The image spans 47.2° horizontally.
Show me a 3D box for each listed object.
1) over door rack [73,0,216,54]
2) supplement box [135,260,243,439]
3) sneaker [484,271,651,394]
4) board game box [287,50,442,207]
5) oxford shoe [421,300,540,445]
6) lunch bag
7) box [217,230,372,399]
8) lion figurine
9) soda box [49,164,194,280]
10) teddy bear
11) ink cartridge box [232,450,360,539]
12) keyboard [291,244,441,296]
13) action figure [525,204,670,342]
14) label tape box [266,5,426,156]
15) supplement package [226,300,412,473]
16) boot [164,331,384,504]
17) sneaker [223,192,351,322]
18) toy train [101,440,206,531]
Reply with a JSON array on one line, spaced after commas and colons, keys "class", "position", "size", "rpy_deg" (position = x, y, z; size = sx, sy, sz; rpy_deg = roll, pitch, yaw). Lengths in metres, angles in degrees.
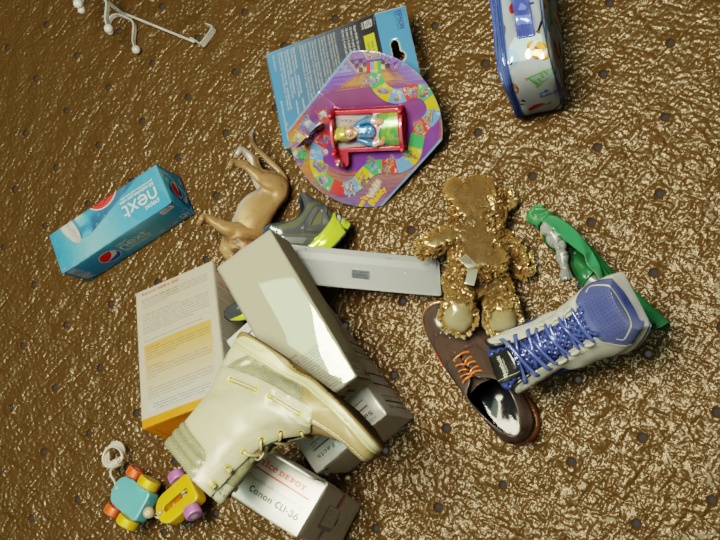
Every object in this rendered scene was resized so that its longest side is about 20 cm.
[{"class": "over door rack", "position": [-0.336, -0.372, 1.196], "size": [0.200, 0.148, 0.067], "rpy_deg": [15, 83, 24]}, {"class": "supplement box", "position": [-0.217, 0.105, 1.072], "size": [0.126, 0.074, 0.200], "rpy_deg": [-21, 58, 16]}, {"class": "sneaker", "position": [0.201, 0.081, 0.861], "size": [0.115, 0.199, 0.081], "rpy_deg": [-22, 79, -29]}, {"class": "board game box", "position": [0.003, -0.168, 1.028], "size": [0.158, 0.039, 0.200], "rpy_deg": [41, 114, -7]}, {"class": "oxford shoe", "position": [0.135, 0.112, 0.957], "size": [0.071, 0.073, 0.200], "rpy_deg": [-42, 68, 9]}, {"class": "lunch bag", "position": [0.192, -0.293, 0.969], "size": [0.075, 0.160, 0.200], "rpy_deg": [-9, 77, 19]}, {"class": "box", "position": [-0.075, 0.060, 0.928], "size": [0.082, 0.068, 0.200], "rpy_deg": [-33, 71, 9]}, {"class": "lion figurine", "position": [-0.141, -0.079, 1.102], "size": [0.122, 0.072, 0.200], "rpy_deg": [27, 82, -10]}, {"class": "soda box", "position": [-0.343, -0.066, 1.183], "size": [0.200, 0.064, 0.068], "rpy_deg": [-30, 70, 12]}, {"class": "teddy bear", "position": [0.138, -0.012, 0.979], "size": [0.145, 0.067, 0.200], "rpy_deg": [-18, 71, 1]}, {"class": "ink cartridge box", "position": [-0.084, 0.253, 0.940], "size": [0.116, 0.200, 0.068], "rpy_deg": [24, 74, 24]}, {"class": "keyboard", "position": [0.000, 0.000, 1.009], "size": [0.200, 0.011, 0.056], "rpy_deg": [5, 56, -5]}, {"class": "action figure", "position": [0.254, -0.002, 0.929], "size": [0.055, 0.118, 0.200], "rpy_deg": [-44, 59, 17]}, {"class": "label tape box", "position": [-0.014, -0.246, 1.093], "size": [0.200, 0.066, 0.144], "rpy_deg": [-15, 75, 15]}, {"class": "supplement package", "position": [-0.049, 0.133, 1.004], "size": [0.114, 0.110, 0.200], "rpy_deg": [-41, 68, 8]}, {"class": "boot", "position": [-0.089, 0.172, 0.826], "size": [0.200, 0.072, 0.155], "rpy_deg": [32, 80, 26]}, {"class": "sneaker", "position": [-0.107, -0.015, 1.051], "size": [0.081, 0.074, 0.200], "rpy_deg": [45, 77, -9]}, {"class": "toy train", "position": [-0.249, 0.265, 1.090], "size": [0.200, 0.056, 0.150], "rpy_deg": [-19, 59, 21]}]
